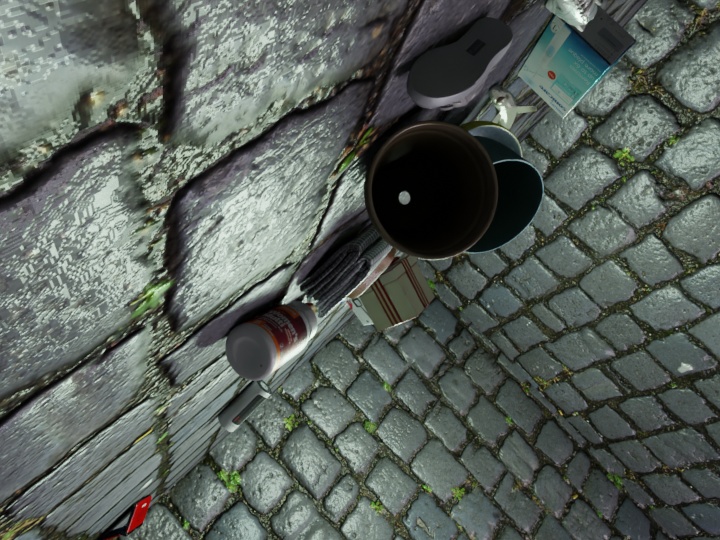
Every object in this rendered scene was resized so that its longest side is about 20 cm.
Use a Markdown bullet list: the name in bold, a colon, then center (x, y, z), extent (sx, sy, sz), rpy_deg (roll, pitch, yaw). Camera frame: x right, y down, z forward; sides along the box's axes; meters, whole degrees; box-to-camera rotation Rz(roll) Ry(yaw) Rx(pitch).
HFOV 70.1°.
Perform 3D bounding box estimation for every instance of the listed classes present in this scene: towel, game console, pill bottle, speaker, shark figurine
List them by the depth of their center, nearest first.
- **pill bottle**: center (-0.168, 0.130, 1.018), extent (0.110, 0.110, 0.200), rpy_deg (-47, 173, 24)
- **towel**: center (-0.030, -0.008, 1.131), extent (0.200, 0.086, 0.166), rpy_deg (-43, -178, 30)
- **shark figurine**: center (0.302, -0.342, 1.152), extent (0.127, 0.090, 0.215), rpy_deg (-7, 153, -14)
- **speaker**: center (-0.417, 0.484, 1.847), extent (0.200, 0.081, 0.081), rpy_deg (-44, 174, 1)
- **game console**: center (-0.928, 0.972, 2.013), extent (0.200, 0.118, 0.174), rpy_deg (114, -9, -74)

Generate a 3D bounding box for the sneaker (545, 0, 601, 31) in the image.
- **sneaker**: center (0.331, -0.423, 0.776), extent (0.070, 0.080, 0.200), rpy_deg (-45, 173, 23)

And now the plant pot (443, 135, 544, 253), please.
- **plant pot**: center (0.217, -0.160, 0.978), extent (0.199, 0.162, 0.202), rpy_deg (-11, 133, -13)

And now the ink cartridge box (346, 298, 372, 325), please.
- **ink cartridge box**: center (0.033, 0.105, 1.783), extent (0.083, 0.146, 0.200), rpy_deg (-38, -175, -22)

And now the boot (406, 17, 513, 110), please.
- **boot**: center (0.118, -0.234, 0.647), extent (0.200, 0.073, 0.096), rpy_deg (-42, 167, -30)

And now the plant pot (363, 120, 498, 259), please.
- **plant pot**: center (0.090, -0.121, 0.819), extent (0.200, 0.200, 0.173), rpy_deg (-43, -169, -6)

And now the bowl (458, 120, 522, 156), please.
- **bowl**: center (0.233, -0.239, 1.101), extent (0.200, 0.199, 0.108), rpy_deg (-47, -145, 23)

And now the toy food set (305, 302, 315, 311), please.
- **toy food set**: center (-0.191, 0.151, 1.283), extent (0.198, 0.049, 0.200), rpy_deg (-49, 173, 35)

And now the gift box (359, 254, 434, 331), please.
- **gift box**: center (0.088, 0.064, 1.591), extent (0.199, 0.188, 0.184), rpy_deg (-25, -175, 29)

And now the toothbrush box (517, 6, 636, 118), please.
- **toothbrush box**: center (0.433, -0.433, 1.050), extent (0.085, 0.147, 0.200), rpy_deg (-42, 174, -10)

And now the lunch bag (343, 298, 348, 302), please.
- **lunch bag**: center (0.000, 0.000, 1.416), extent (0.200, 0.076, 0.160), rpy_deg (-45, 171, 14)

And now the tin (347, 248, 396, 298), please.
- **tin**: center (0.012, -0.016, 1.247), extent (0.200, 0.042, 0.112), rpy_deg (-46, -147, 23)
